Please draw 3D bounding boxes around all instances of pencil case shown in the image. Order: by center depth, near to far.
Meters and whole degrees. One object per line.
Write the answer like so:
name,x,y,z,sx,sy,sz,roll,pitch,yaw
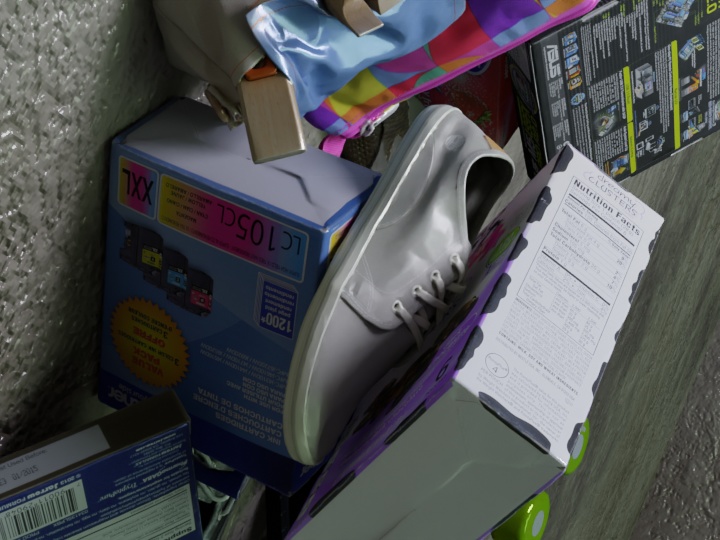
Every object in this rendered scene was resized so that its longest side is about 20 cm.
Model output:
pencil case,0.045,-0.144,0.920,0.088,0.199,0.089,39,36,-36

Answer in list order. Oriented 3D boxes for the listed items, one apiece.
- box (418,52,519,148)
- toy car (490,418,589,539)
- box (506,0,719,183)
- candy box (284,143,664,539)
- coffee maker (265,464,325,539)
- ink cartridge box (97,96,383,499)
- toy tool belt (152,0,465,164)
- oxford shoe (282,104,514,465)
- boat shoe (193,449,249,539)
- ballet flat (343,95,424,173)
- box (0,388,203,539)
box,0.075,-0.189,1.100,0.100,0.095,0.201,-53,154,-36
toy car,0.078,0.106,1.323,0.158,0.163,0.201,-57,149,-30
box,0.180,-0.139,1.096,0.159,0.044,0.201,-29,148,-5
candy box,0.061,0.055,0.851,0.168,0.071,0.201,-48,-173,43
coffee maker,0.000,0.142,1.069,0.201,0.133,0.193,-97,-172,-47
ink cartridge box,-0.068,0.027,0.889,0.076,0.135,0.202,-40,146,-48
toy tool belt,0.001,-0.141,0.832,0.199,0.123,0.125,-34,152,-11
oxford shoe,0.020,0.008,0.818,0.201,0.057,0.075,-62,160,-18
boat shoe,-0.100,0.114,0.985,0.201,0.073,0.068,-63,175,11
ballet flat,0.005,-0.110,1.085,0.067,0.046,0.200,-49,158,-15
box,-0.144,0.160,0.898,0.120,0.032,0.201,-22,138,-20
